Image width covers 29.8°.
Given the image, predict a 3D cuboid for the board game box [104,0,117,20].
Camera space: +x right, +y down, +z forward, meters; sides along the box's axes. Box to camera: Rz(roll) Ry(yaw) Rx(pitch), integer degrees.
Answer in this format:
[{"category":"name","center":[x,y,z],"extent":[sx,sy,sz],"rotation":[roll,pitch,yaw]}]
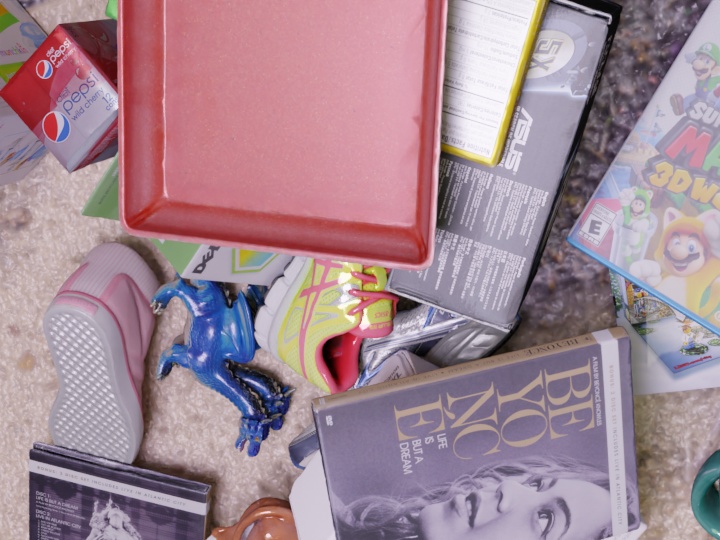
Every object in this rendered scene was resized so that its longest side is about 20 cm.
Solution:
[{"category":"board game box","center":[-0.048,-0.155,0.900],"extent":[0.199,0.153,0.041],"rotation":[23,107,6]}]

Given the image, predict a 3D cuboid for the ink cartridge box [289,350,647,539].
[{"category":"ink cartridge box","center":[0.072,0.167,0.940],"extent":[0.199,0.085,0.145],"rotation":[29,110,-24]}]

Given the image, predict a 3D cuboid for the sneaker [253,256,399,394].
[{"category":"sneaker","center":[0.000,0.000,0.913],"extent":[0.090,0.078,0.201],"rotation":[47,131,31]}]

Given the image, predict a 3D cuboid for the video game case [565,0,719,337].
[{"category":"video game case","center":[0.246,-0.068,0.885],"extent":[0.143,0.018,0.201],"rotation":[33,95,16]}]

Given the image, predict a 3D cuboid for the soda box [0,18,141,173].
[{"category":"soda box","center":[-0.155,-0.125,0.906],"extent":[0.063,0.200,0.070],"rotation":[-42,90,19]}]

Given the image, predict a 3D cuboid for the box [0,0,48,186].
[{"category":"box","center":[-0.287,-0.119,0.939],"extent":[0.101,0.200,0.113],"rotation":[-41,91,18]}]

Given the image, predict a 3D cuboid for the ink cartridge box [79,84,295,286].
[{"category":"ink cartridge box","center":[-0.078,-0.049,0.906],"extent":[0.059,0.199,0.104],"rotation":[47,111,28]}]

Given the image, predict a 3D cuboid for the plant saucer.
[{"category":"plant saucer","center":[-0.044,-0.111,0.780],"extent":[0.198,0.037,0.201],"rotation":[7,106,18]}]

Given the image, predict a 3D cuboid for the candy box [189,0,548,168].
[{"category":"candy box","center":[0.002,-0.140,0.792],"extent":[0.199,0.026,0.103],"rotation":[20,108,13]}]

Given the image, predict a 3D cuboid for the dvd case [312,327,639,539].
[{"category":"dvd case","center":[0.077,0.124,0.851],"extent":[0.198,0.016,0.150],"rotation":[-13,117,-8]}]

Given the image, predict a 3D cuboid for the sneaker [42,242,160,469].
[{"category":"sneaker","center":[-0.189,0.064,1.034],"extent":[0.075,0.105,0.201],"rotation":[13,135,7]}]

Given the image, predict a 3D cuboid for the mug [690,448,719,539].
[{"category":"mug","center":[0.297,0.147,0.878],"extent":[0.184,0.152,0.115],"rotation":[-29,112,21]}]

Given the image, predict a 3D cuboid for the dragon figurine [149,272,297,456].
[{"category":"dragon figurine","center":[-0.099,0.036,1.005],"extent":[0.099,0.059,0.202],"rotation":[3,104,12]}]

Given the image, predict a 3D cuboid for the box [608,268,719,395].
[{"category":"box","center":[0.271,0.005,0.921],"extent":[0.198,0.038,0.138],"rotation":[-7,101,15]}]

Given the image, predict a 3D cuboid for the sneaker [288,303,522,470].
[{"category":"sneaker","center":[0.019,0.067,0.986],"extent":[0.200,0.077,0.085],"rotation":[-39,82,11]}]

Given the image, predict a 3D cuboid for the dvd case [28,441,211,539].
[{"category":"dvd case","center":[-0.195,0.239,1.080],"extent":[0.147,0.016,0.202],"rotation":[12,117,10]}]

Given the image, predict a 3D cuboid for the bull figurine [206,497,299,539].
[{"category":"bull figurine","center":[-0.027,0.235,1.008],"extent":[0.121,0.065,0.200],"rotation":[-36,120,26]}]

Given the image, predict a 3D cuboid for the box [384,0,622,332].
[{"category":"box","center":[0.097,-0.084,0.876],"extent":[0.085,0.164,0.202],"rotation":[19,106,9]}]
